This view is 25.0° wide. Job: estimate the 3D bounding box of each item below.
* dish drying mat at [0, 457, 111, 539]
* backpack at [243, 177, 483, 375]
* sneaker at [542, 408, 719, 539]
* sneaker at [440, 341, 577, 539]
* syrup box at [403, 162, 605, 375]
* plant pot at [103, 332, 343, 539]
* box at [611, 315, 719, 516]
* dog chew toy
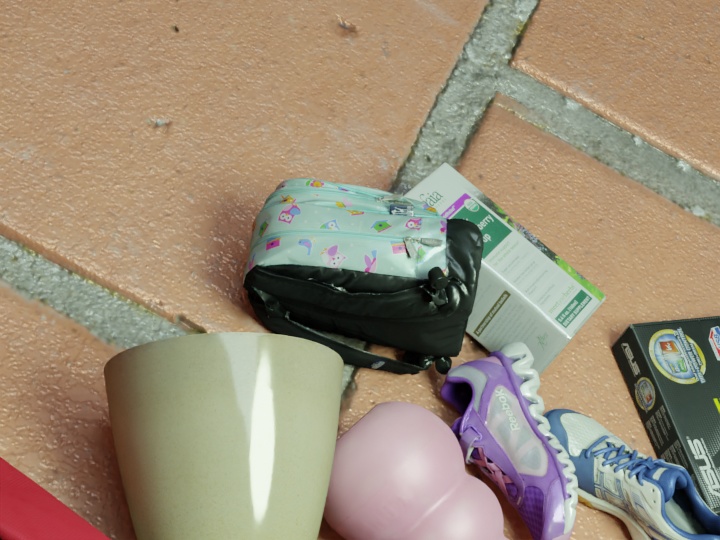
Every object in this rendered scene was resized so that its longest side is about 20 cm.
[{"bbox_3d":[-0.268,0.164,1.190,0.200,0.018,0.077,29,15,31],"label":"dish drying mat"},{"bbox_3d":[0.000,0.000,1.413,0.200,0.167,0.127,10,55,2],"label":"backpack"},{"bbox_3d":[0.245,0.182,1.425,0.200,0.088,0.075,41,52,10],"label":"sneaker"},{"bbox_3d":[0.123,0.155,1.403,0.088,0.081,0.200,-5,53,-19],"label":"sneaker"},{"bbox_3d":[0.116,0.001,1.501,0.200,0.081,0.079,41,44,8],"label":"syrup box"},{"bbox_3d":[-0.103,0.170,1.237,0.187,0.187,0.200,6,68,-20],"label":"plant pot"},{"bbox_3d":[0.345,0.138,1.529,0.160,0.044,0.200,-3,57,-26],"label":"box"},{"bbox_3d":[0.056,0.203,1.309,0.200,0.125,0.125,49,51,4],"label":"dog chew toy"}]
